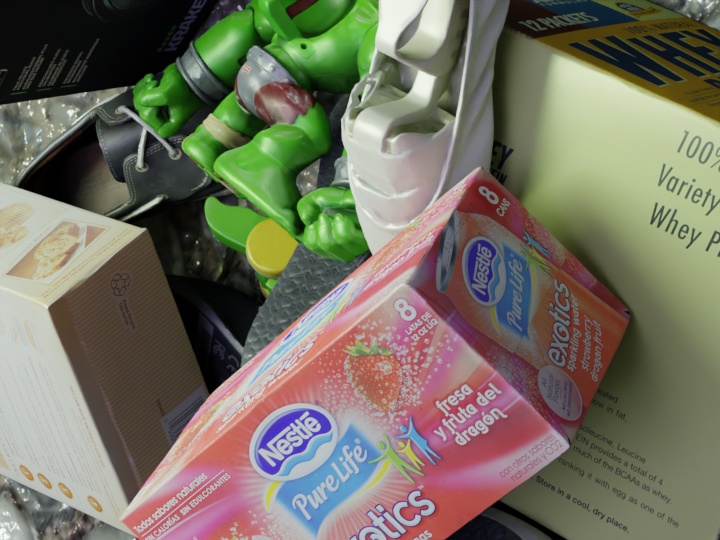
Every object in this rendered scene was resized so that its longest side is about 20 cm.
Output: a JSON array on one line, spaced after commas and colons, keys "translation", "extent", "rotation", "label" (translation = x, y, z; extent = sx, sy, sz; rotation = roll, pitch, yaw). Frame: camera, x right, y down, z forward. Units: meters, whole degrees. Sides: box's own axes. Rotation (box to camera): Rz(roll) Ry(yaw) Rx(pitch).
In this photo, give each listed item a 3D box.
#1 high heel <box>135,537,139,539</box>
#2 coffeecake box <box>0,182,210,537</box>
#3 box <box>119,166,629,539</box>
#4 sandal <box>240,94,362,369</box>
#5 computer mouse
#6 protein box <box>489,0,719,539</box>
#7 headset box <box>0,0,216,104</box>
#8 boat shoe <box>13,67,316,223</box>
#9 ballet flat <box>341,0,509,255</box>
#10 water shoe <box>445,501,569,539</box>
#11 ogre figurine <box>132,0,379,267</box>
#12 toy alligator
[{"translation": [-0.056, 0.149, 1.267], "extent": [0.096, 0.067, 0.200], "rotation": [57, 160, -13], "label": "high heel"}, {"translation": [-0.177, 0.037, 1.313], "extent": [0.199, 0.073, 0.154], "rotation": [18, 137, 43], "label": "coffeecake box"}, {"translation": [0.006, 0.062, 1.039], "extent": [0.095, 0.103, 0.200], "rotation": [45, 127, -7], "label": "box"}, {"translation": [0.001, 0.000, 1.198], "extent": [0.076, 0.043, 0.201], "rotation": [1, 60, 36], "label": "sandal"}, {"translation": [-0.039, 0.089, 1.301], "extent": [0.200, 0.046, 0.141], "rotation": [37, 138, 31], "label": "computer mouse"}, {"translation": [0.128, 0.004, 1.099], "extent": [0.198, 0.135, 0.201], "rotation": [28, 115, 30], "label": "protein box"}, {"translation": [-0.149, -0.177, 1.229], "extent": [0.093, 0.200, 0.174], "rotation": [47, 121, 20], "label": "headset box"}, {"translation": [-0.104, -0.067, 1.301], "extent": [0.200, 0.067, 0.072], "rotation": [-26, 82, 35], "label": "boat shoe"}, {"translation": [0.024, -0.082, 1.035], "extent": [0.069, 0.069, 0.201], "rotation": [24, 113, 31], "label": "ballet flat"}, {"translation": [0.043, 0.126, 1.146], "extent": [0.200, 0.079, 0.072], "rotation": [32, 102, 53], "label": "water shoe"}, {"translation": [-0.025, -0.085, 1.174], "extent": [0.098, 0.200, 0.120], "rotation": [39, 89, -19], "label": "ogre figurine"}, {"translation": [0.000, 0.022, 1.251], "extent": [0.054, 0.059, 0.200], "rotation": [-41, 69, -8], "label": "toy alligator"}]
